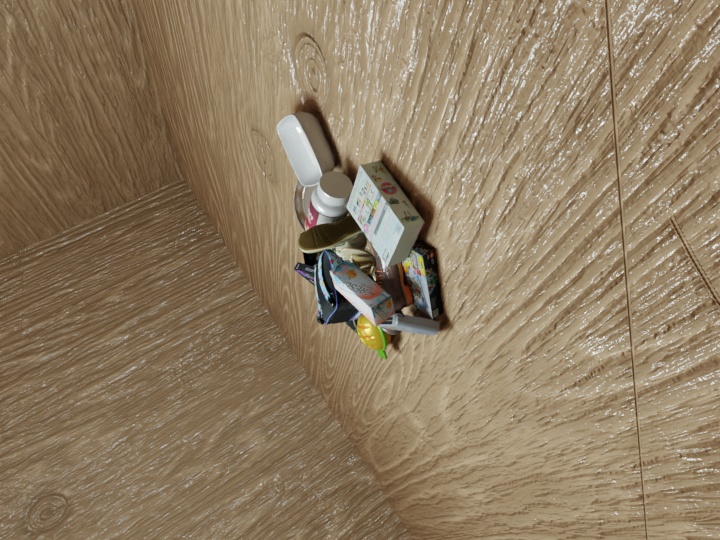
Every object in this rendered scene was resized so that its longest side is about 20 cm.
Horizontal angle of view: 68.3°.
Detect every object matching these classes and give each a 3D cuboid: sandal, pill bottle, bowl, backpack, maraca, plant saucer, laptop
[{"bbox_3d":[0.005,0.000,1.474,0.212,0.077,0.070,40,-131,-65],"label":"sandal"},{"bbox_3d":[-0.086,-0.172,1.451,0.110,0.109,0.200,54,151,18],"label":"pill bottle"},{"bbox_3d":[-0.144,-0.344,1.484,0.200,0.074,0.201,9,126,66],"label":"bowl"},{"bbox_3d":[-0.067,0.043,1.600,0.183,0.134,0.201,123,139,-59],"label":"backpack"},{"bbox_3d":[0.047,0.203,1.706,0.137,0.106,0.201,51,159,44],"label":"maraca"},{"bbox_3d":[-0.136,-0.202,1.632,0.200,0.032,0.202,18,115,44],"label":"plant saucer"},{"bbox_3d":[-0.126,-0.047,1.814,0.177,0.103,0.201,161,99,-69],"label":"laptop"}]

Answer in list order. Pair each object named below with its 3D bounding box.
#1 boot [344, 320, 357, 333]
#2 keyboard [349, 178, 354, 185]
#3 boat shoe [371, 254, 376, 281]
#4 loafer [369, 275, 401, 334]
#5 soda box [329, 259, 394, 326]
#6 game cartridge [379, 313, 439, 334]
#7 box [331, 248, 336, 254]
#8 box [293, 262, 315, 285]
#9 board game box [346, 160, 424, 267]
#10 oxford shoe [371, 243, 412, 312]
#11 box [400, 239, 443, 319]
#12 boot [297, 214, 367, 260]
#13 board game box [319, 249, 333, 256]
[{"bbox_3d":[-0.020,0.157,1.843,0.154,0.073,0.204,34,154,47],"label":"boot"},{"bbox_3d":[-0.012,-0.189,1.453,0.200,0.021,0.127,49,157,27],"label":"keyboard"},{"bbox_3d":[0.060,0.003,1.467,0.071,0.064,0.201,48,156,31],"label":"boat shoe"},{"bbox_3d":[0.062,0.100,1.579,0.201,0.073,0.071,56,160,14],"label":"loafer"},{"bbox_3d":[0.003,0.054,1.354,0.200,0.063,0.069,39,154,44],"label":"soda box"},{"bbox_3d":[0.128,0.143,1.410,0.200,0.132,0.042,157,128,-75],"label":"game cartridge"},{"bbox_3d":[-0.081,-0.109,1.680,0.200,0.049,0.082,51,158,26],"label":"box"},{"bbox_3d":[-0.113,0.034,1.797,0.199,0.036,0.143,14,161,34],"label":"box"},{"bbox_3d":[0.053,-0.133,1.242,0.201,0.064,0.148,57,149,24],"label":"board game box"},{"bbox_3d":[0.067,0.015,1.345,0.201,0.072,0.071,66,160,-12],"label":"oxford shoe"},{"bbox_3d":[0.140,0.009,1.322,0.136,0.038,0.201,39,151,48],"label":"box"},{"bbox_3d":[-0.070,-0.074,1.449,0.155,0.199,0.072,92,154,-67],"label":"boot"},{"bbox_3d":[-0.112,-0.034,1.886,0.135,0.029,0.201,48,157,34],"label":"board game box"}]
